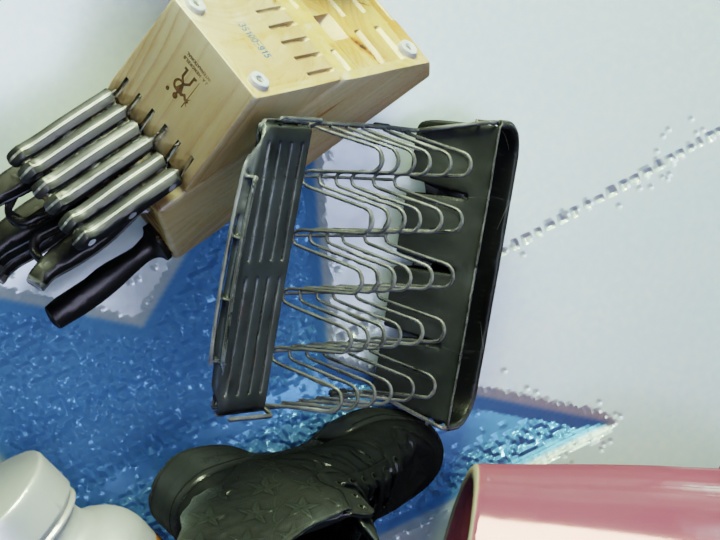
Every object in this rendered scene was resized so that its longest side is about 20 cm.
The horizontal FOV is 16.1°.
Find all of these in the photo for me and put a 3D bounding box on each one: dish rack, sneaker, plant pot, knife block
[{"bbox_3d":[0.000,0.000,1.179,0.200,0.054,0.154,-2,102,-62],"label":"dish rack"},{"bbox_3d":[-0.018,0.118,1.187,0.200,0.104,0.060,-7,117,-38],"label":"sneaker"},{"bbox_3d":[0.126,0.175,1.235,0.179,0.200,0.200,13,93,-2],"label":"plant pot"},{"bbox_3d":[-0.082,-0.052,1.194,0.064,0.176,0.200,52,35,15],"label":"knife block"}]

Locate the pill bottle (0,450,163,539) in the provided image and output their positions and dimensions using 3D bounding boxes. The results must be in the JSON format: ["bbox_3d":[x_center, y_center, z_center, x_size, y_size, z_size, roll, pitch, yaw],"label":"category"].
[{"bbox_3d":[-0.115,0.183,1.192,0.112,0.112,0.200,-43,107,-7],"label":"pill bottle"}]
